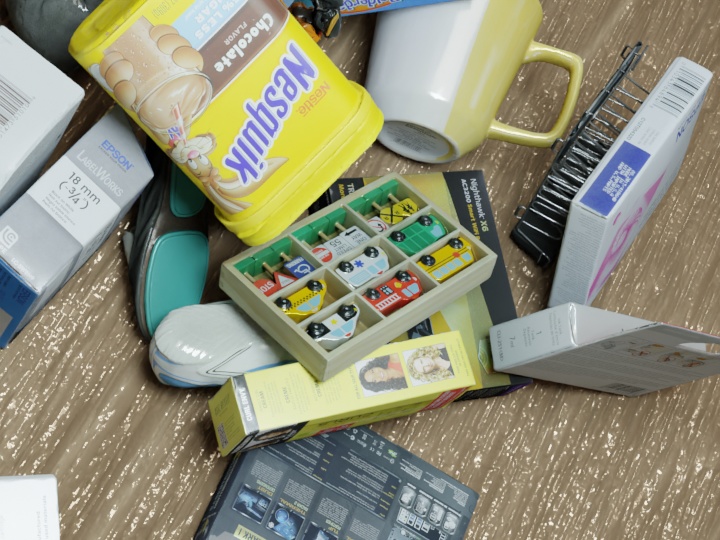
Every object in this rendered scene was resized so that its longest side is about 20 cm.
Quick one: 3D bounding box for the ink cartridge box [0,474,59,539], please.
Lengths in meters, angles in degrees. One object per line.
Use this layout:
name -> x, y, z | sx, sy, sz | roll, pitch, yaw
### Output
ink cartridge box -> -0.319, 0.196, 1.060 | 0.199, 0.146, 0.085 | 0, 73, -23

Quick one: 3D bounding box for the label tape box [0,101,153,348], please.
label tape box -> -0.220, -0.047, 1.192 | 0.063, 0.144, 0.200 | 42, 61, -5

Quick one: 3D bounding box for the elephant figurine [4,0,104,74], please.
elephant figurine -> -0.271, -0.272, 1.262 | 0.200, 0.141, 0.155 | 43, 46, -12

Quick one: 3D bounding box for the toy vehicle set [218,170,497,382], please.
toy vehicle set -> 0.000, 0.000, 1.237 | 0.124, 0.027, 0.199 | 40, 49, 24

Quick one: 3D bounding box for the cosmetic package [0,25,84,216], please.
cosmetic package -> -0.286, -0.081, 1.144 | 0.081, 0.200, 0.113 | 38, 63, -5

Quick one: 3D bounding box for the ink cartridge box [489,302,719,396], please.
ink cartridge box -> 0.237, 0.060, 1.307 | 0.199, 0.173, 0.044 | 13, 65, -43

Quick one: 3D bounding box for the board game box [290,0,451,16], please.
board game box -> 0.001, -0.297, 1.336 | 0.198, 0.045, 0.153 | -6, 64, 10

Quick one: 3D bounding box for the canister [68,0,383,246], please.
canister -> -0.099, -0.138, 1.140 | 0.149, 0.087, 0.200 | -44, 118, -2

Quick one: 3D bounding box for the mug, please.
mug -> 0.087, -0.180, 1.370 | 0.149, 0.185, 0.154 | 45, 59, -54

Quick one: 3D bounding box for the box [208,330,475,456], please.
box -> -0.014, 0.096, 1.215 | 0.199, 0.075, 0.050 | -10, 73, -25

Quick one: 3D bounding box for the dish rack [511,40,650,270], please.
dish rack -> 0.205, -0.106, 1.377 | 0.054, 0.200, 0.154 | 33, 60, 7

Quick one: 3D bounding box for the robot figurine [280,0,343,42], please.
robot figurine -> -0.100, -0.218, 1.239 | 0.200, 0.144, 0.059 | 43, 43, -55

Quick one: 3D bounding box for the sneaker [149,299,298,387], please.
sneaker -> -0.073, 0.056, 1.248 | 0.198, 0.073, 0.072 | -5, 65, -17

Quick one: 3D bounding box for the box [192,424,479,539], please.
box -> -0.018, 0.205, 1.244 | 0.199, 0.051, 0.158 | 31, 60, -11

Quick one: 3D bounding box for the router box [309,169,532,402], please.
router box -> 0.051, 0.017, 1.343 | 0.156, 0.052, 0.201 | -6, 74, -26

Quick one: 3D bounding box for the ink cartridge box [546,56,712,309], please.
ink cartridge box -> 0.234, -0.058, 1.368 | 0.043, 0.201, 0.197 | 28, 59, 17

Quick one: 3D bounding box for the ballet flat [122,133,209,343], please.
ballet flat -> -0.156, -0.042, 1.253 | 0.068, 0.068, 0.202 | 2, 105, -41
